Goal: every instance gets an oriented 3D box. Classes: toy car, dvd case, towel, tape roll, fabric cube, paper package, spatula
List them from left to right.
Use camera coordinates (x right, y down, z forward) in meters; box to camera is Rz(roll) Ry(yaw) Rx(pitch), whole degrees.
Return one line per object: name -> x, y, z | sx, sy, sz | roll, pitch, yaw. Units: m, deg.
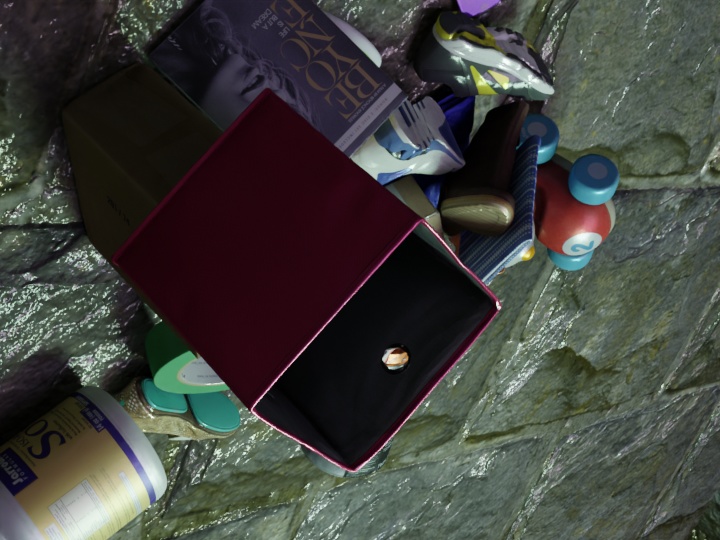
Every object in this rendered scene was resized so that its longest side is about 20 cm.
paper package -> -0.173, -0.055, 1.351 | 0.103, 0.200, 0.191 | -32, 145, -25
tape roll -> -0.132, 0.078, 1.590 | 0.199, 0.048, 0.201 | -14, 162, -5
dvd case -> -0.076, -0.180, 1.369 | 0.149, 0.200, 0.016 | -46, -177, -8
fabric cube -> -0.041, 0.013, 1.207 | 0.196, 0.199, 0.200 | -49, 147, -1
towel -> 0.083, -0.120, 1.760 | 0.147, 0.050, 0.201 | -31, 144, -28
spatula -> 0.141, -0.280, 1.693 | 0.056, 0.021, 0.200 | -28, 148, -7
towel -> 0.160, -0.055, 1.689 | 0.145, 0.024, 0.200 | -48, -160, 37
toy car -> 0.202, -0.054, 1.843 | 0.200, 0.177, 0.185 | -44, 160, -26

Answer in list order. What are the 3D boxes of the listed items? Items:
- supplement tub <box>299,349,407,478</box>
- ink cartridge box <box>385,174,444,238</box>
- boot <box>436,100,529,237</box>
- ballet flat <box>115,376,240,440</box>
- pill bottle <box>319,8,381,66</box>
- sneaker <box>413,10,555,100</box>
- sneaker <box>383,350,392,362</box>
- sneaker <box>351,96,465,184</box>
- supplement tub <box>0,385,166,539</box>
supplement tub -> 0.000, 0.156, 1.871 | 0.122, 0.122, 0.201 | -16, 134, -43
ink cartridge box -> 0.000, 0.000, 1.708 | 0.199, 0.075, 0.165 | -25, 143, -8
boot -> 0.149, -0.124, 1.670 | 0.167, 0.072, 0.200 | -64, -167, -10
ballet flat -> -0.215, 0.161, 1.671 | 0.065, 0.071, 0.200 | -30, 152, 20
pill bottle -> -0.073, -0.150, 1.433 | 0.201, 0.111, 0.111 | -60, 150, -7
sneaker -> 0.140, -0.235, 1.682 | 0.199, 0.075, 0.085 | 19, 133, -38
sneaker -> 0.028, 0.054, 1.685 | 0.199, 0.074, 0.087 | -23, 134, -24
sneaker -> 0.030, -0.133, 1.595 | 0.115, 0.081, 0.199 | -27, 169, 21
supplement tub -> -0.317, 0.230, 1.514 | 0.200, 0.145, 0.146 | -37, 146, -22
